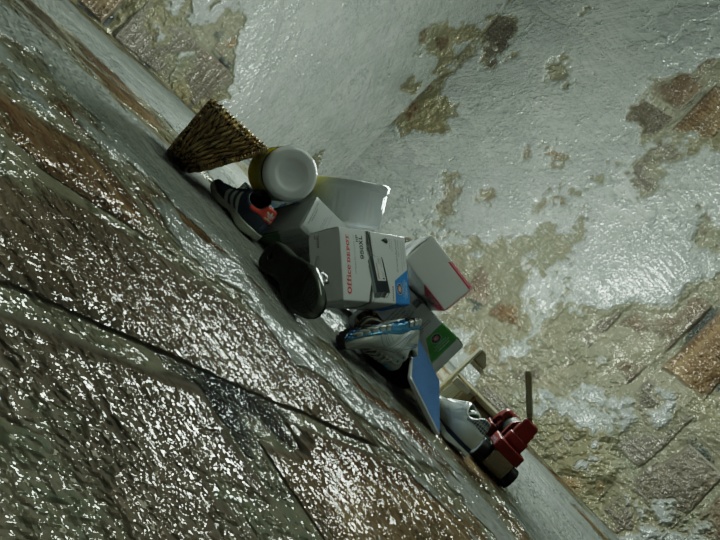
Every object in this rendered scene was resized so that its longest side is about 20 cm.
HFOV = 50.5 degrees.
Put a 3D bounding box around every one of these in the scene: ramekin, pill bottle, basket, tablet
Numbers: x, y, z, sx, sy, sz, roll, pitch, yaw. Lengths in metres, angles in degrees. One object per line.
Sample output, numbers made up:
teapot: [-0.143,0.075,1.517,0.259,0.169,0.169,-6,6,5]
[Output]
ramekin: [-0.040,-0.146,1.676,0.200,0.098,0.200,8,2,0]
pill bottle: [-0.172,-0.202,1.596,0.112,0.112,0.200,44,-10,-21]
basket: [-0.287,-0.239,1.518,0.149,0.143,0.200,41,-1,-17]
tablet: [0.118,0.205,1.424,0.130,0.014,0.200,63,15,-16]

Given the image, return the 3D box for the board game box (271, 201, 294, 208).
board game box: [-0.145,-0.127,1.856,0.200,0.056,0.196,45,-32,3]

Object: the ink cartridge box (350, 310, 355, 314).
ink cartridge box: [0.016,0.076,1.826,0.200,0.084,0.145,49,1,-28]

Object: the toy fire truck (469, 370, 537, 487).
toy fire truck: [0.308,0.310,1.550,0.129,0.200,0.176,45,3,2]

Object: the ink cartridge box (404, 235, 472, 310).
ink cartridge box: [0.138,0.010,1.660,0.146,0.085,0.200,52,-10,-5]

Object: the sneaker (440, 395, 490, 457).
sneaker: [0.188,0.283,1.467,0.076,0.081,0.200,42,2,-21]

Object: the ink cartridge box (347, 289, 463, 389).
ink cartridge box: [0.094,0.132,1.615,0.200,0.146,0.084,46,1,25]

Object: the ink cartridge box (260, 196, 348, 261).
ink cartridge box: [-0.090,-0.048,1.583,0.145,0.088,0.200,-10,-45,45]

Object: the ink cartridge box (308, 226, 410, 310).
ink cartridge box: [0.000,0.000,1.494,0.200,0.084,0.145,6,76,-47]

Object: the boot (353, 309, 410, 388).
boot: [0.029,0.128,1.470,0.200,0.073,0.151,48,1,-39]

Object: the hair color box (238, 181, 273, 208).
hair color box: [-0.195,-0.099,1.678,0.200,0.061,0.100,44,2,-25]

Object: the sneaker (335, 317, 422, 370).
sneaker: [0.040,0.132,1.312,0.075,0.087,0.200,-5,-1,45]

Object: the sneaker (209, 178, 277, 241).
sneaker: [-0.230,-0.140,1.532,0.200,0.085,0.075,47,3,38]

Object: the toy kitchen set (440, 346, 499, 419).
toy kitchen set: [0.288,0.301,1.808,0.180,0.163,0.200,45,3,6]

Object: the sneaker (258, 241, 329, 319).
sneaker: [-0.084,0.029,1.242,0.114,0.076,0.199,35,3,-36]
